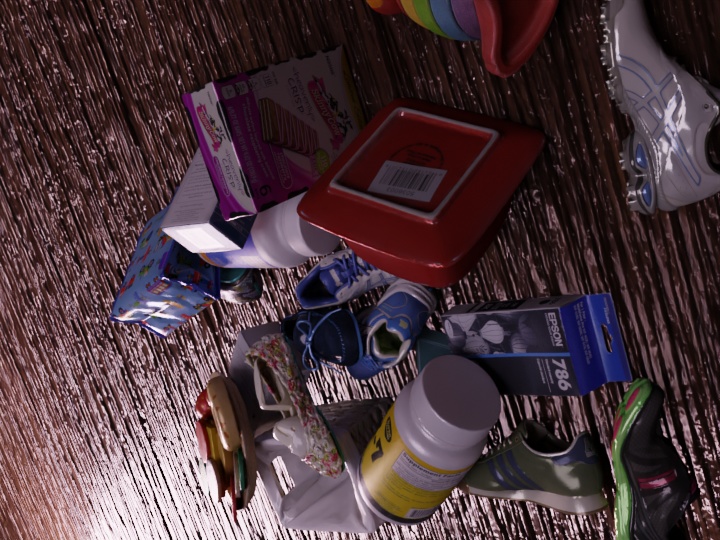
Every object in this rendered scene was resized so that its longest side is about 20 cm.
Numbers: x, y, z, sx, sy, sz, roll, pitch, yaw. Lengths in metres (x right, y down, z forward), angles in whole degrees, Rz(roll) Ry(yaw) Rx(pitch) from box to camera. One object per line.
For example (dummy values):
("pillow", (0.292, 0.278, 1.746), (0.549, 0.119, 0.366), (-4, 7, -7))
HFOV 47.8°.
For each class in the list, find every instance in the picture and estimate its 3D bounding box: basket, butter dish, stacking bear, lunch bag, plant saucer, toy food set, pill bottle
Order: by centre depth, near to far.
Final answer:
("stacking bear", (0.075, -0.269, 0.748), (0.199, 0.114, 0.123), (27, 152, 43))
("butter dish", (0.069, -0.058, 0.830), (0.198, 0.200, 0.149), (21, 147, 33))
("pill bottle", (0.076, 0.193, 0.921), (0.114, 0.114, 0.202), (43, 136, 18))
("plant saucer", (0.100, 0.170, 1.004), (0.069, 0.019, 0.204), (13, 118, 37))
("pill bottle", (-0.118, -0.060, 1.022), (0.197, 0.111, 0.114), (0, 110, 42))
("basket", (-0.032, 0.258, 1.092), (0.198, 0.123, 0.138), (-15, 100, 46))
("toy food set", (-0.191, 0.243, 1.137), (0.199, 0.048, 0.202), (-5, 93, 66))
("lunch bag", (-0.266, -0.033, 1.141), (0.150, 0.093, 0.203), (-31, 48, 40))

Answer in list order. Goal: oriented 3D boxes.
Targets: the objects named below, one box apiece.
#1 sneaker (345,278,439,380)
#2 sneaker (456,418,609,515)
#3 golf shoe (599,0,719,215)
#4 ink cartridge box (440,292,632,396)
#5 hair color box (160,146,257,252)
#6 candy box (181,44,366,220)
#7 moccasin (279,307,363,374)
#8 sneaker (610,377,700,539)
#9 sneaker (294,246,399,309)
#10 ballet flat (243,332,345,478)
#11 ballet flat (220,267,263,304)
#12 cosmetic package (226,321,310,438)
("sneaker", (0.021, 0.083, 0.976), (0.075, 0.077, 0.201), (32, 141, 0))
("sneaker", (0.187, 0.211, 0.919), (0.198, 0.066, 0.092), (-4, 94, 48))
("golf shoe", (0.257, -0.151, 0.679), (0.096, 0.078, 0.203), (-10, 110, 26))
("ink cartridge box", (0.183, 0.082, 0.870), (0.198, 0.039, 0.101), (-9, 103, 44))
("hair color box", (-0.151, -0.123, 0.967), (0.099, 0.203, 0.060), (-2, 150, 42))
("candy box", (-0.080, -0.153, 0.879), (0.060, 0.199, 0.139), (-6, 108, 43))
("moccasin", (-0.052, 0.088, 1.010), (0.200, 0.067, 0.082), (172, 91, -71))
("sneaker", (0.295, 0.196, 0.811), (0.082, 0.077, 0.204), (0, 115, 23))
("sneaker", (0.000, 0.000, 0.962), (0.199, 0.088, 0.076), (-35, 84, 44))
("ballet flat", (-0.087, 0.169, 0.988), (0.202, 0.063, 0.076), (60, 148, 27))
("ballet flat", (-0.205, 0.012, 1.170), (0.198, 0.071, 0.073), (14, 120, 47))
("cosmetic package", (-0.145, 0.182, 1.182), (0.102, 0.073, 0.202), (49, 135, 33))
